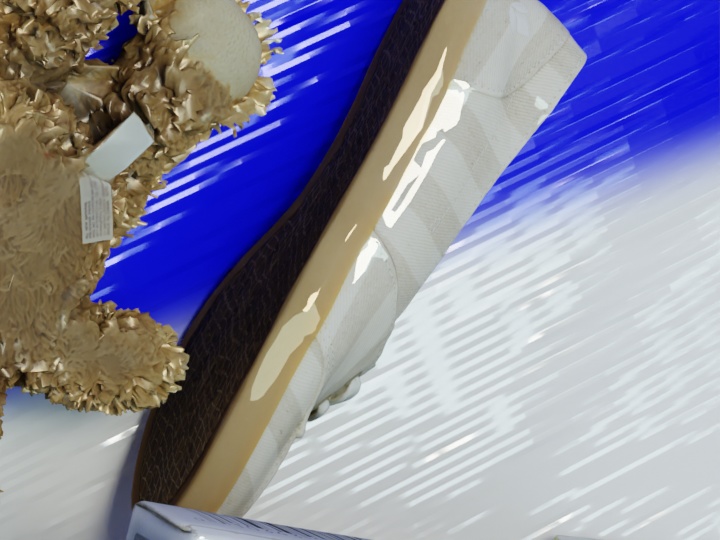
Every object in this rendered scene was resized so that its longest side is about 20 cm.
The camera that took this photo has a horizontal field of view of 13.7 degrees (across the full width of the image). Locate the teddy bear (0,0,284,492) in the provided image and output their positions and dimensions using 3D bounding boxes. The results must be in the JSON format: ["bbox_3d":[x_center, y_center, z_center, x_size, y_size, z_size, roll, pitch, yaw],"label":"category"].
[{"bbox_3d":[-0.105,-0.018,0.849,0.145,0.067,0.200,19,89,-38],"label":"teddy bear"}]

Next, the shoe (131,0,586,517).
[{"bbox_3d":[0.000,0.000,0.891,0.053,0.070,0.200,32,87,-21],"label":"shoe"}]

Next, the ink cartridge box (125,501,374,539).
[{"bbox_3d":[0.011,0.175,0.821,0.198,0.043,0.200,12,93,-27],"label":"ink cartridge box"}]

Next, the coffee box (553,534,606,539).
[{"bbox_3d":[0.160,0.219,0.954,0.198,0.200,0.200,10,101,-27],"label":"coffee box"}]
